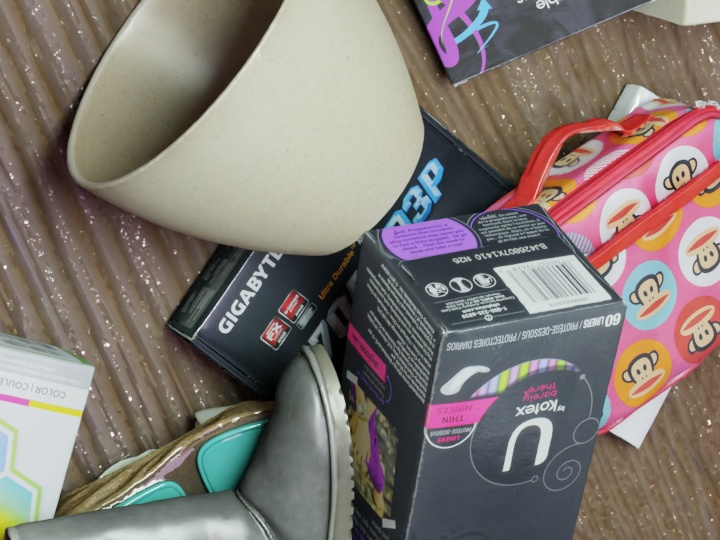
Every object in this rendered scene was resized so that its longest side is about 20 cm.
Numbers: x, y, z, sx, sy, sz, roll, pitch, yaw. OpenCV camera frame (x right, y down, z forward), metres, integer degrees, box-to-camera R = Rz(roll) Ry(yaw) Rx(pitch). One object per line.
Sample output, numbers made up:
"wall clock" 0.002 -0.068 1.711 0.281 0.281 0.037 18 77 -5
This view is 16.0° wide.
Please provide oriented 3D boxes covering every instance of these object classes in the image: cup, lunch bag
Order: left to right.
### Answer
"cup" -0.049 -0.089 1.444 0.143 0.200 0.201 39 82 -26
"lunch bag" 0.160 -0.015 1.592 0.200 0.082 0.177 -36 118 -21

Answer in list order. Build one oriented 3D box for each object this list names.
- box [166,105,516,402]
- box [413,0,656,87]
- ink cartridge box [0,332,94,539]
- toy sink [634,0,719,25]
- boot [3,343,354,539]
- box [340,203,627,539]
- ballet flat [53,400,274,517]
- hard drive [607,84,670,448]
"box" 0.000 0.000 1.572 0.159 0.046 0.201 39 82 -27
"box" 0.080 -0.227 1.540 0.142 0.036 0.201 -21 111 12
"ink cartridge box" -0.234 0.134 1.475 0.103 0.059 0.201 15 93 -28
"toy sink" 0.229 -0.266 1.598 0.129 0.112 0.202 -10 109 -24
"boot" -0.105 0.138 1.461 0.198 0.073 0.183 -4 104 -12
"box" 0.062 0.079 1.471 0.121 0.106 0.201 -9 128 -25
"ballet flat" -0.104 0.122 1.528 0.199 0.072 0.068 -29 121 -10
"hard drive" 0.178 -0.002 1.671 0.131 0.027 0.201 31 85 -28
